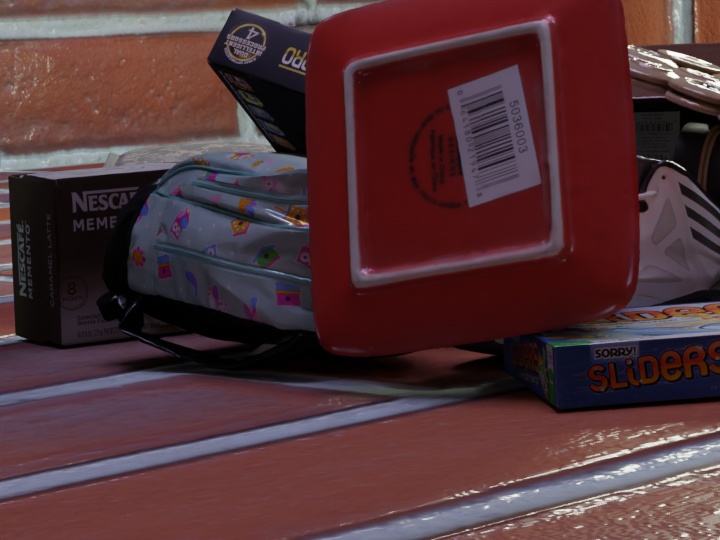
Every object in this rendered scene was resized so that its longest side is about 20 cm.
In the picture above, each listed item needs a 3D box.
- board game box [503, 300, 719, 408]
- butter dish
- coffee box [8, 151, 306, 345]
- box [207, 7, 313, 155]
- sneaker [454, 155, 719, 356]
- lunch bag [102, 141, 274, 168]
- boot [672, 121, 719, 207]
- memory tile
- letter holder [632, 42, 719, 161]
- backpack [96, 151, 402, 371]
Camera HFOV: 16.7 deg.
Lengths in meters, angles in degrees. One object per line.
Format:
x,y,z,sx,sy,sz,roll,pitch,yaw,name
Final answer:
0.187,0.042,1.323,0.199,0.035,0.135,-4,6,-8,board game box
0.082,-0.050,1.367,0.198,0.201,0.148,-10,-15,29,butter dish
-0.134,-0.018,1.675,0.199,0.115,0.080,-6,7,-31,coffee box
0.002,-0.094,1.671,0.160,0.049,0.200,20,-16,25,box
0.136,-0.011,1.463,0.199,0.116,0.075,-7,7,-33,sneaker
-0.120,-0.044,1.916,0.163,0.118,0.200,-2,1,-1,lunch bag
0.301,-0.061,1.648,0.138,0.078,0.200,11,15,23,boot
0.242,-0.118,1.635,0.153,0.017,0.200,5,16,-43,memory tile
0.245,-0.121,1.835,0.198,0.101,0.142,-2,34,7,letter holder
-0.047,-0.008,1.480,0.166,0.128,0.200,-3,8,-35,backpack
